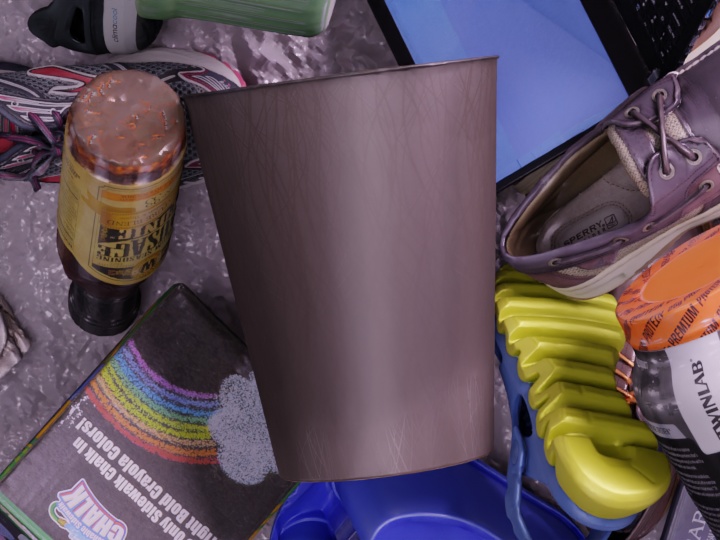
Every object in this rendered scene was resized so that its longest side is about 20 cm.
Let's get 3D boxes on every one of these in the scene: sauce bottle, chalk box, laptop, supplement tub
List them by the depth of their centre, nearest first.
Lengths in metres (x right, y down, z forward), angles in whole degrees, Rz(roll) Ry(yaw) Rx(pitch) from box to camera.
[{"bbox_3d":[0.214,0.080,1.439,0.122,0.123,0.201,-28,104,16],"label":"supplement tub"},{"bbox_3d":[0.085,-0.165,1.485,0.103,0.200,0.178,-18,69,-20],"label":"laptop"},{"bbox_3d":[-0.130,-0.030,1.564,0.066,0.200,0.066,3,61,-5],"label":"sauce bottle"},{"bbox_3d":[-0.129,0.127,1.577,0.125,0.124,0.200,43,73,-2],"label":"chalk box"}]

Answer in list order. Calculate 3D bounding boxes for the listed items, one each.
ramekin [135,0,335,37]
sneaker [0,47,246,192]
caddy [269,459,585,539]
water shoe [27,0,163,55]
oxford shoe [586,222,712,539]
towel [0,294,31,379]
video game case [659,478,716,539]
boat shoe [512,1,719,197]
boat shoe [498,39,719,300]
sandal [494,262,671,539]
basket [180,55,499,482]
[{"bbox_3d":[-0.044,-0.215,1.489,0.097,0.200,0.201,13,106,0],"label":"ramekin"},{"bbox_3d":[-0.156,-0.075,1.604,0.199,0.075,0.081,-4,102,11],"label":"sneaker"},{"bbox_3d":[0.044,0.177,1.605,0.200,0.105,0.142,33,107,-21],"label":"caddy"},{"bbox_3d":[-0.151,-0.214,1.571,0.078,0.072,0.201,1,103,12],"label":"water shoe"},{"bbox_3d":[0.155,0.055,1.577,0.071,0.073,0.201,7,104,9],"label":"oxford shoe"},{"bbox_3d":[-0.295,0.014,1.673,0.200,0.034,0.133,45,106,-2],"label":"towel"},{"bbox_3d":[0.254,0.194,1.608,0.199,0.019,0.144,15,106,-1],"label":"video game case"},{"bbox_3d":[0.172,-0.088,1.541,0.202,0.075,0.075,-37,101,16],"label":"boat shoe"},{"bbox_3d":[0.149,-0.055,1.465,0.200,0.065,0.072,-40,63,31],"label":"boat shoe"},{"bbox_3d":[0.098,0.073,1.513,0.079,0.201,0.087,12,127,-16],"label":"sandal"},{"bbox_3d":[0.000,0.000,1.493,0.180,0.136,0.201,-4,95,39],"label":"basket"}]
